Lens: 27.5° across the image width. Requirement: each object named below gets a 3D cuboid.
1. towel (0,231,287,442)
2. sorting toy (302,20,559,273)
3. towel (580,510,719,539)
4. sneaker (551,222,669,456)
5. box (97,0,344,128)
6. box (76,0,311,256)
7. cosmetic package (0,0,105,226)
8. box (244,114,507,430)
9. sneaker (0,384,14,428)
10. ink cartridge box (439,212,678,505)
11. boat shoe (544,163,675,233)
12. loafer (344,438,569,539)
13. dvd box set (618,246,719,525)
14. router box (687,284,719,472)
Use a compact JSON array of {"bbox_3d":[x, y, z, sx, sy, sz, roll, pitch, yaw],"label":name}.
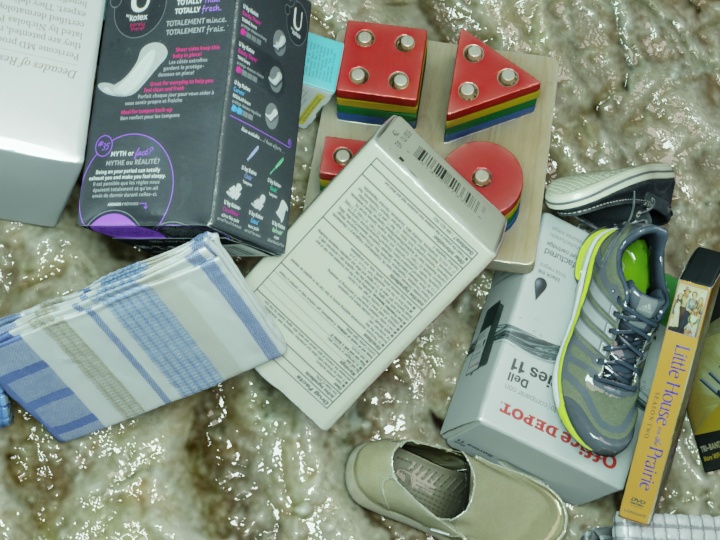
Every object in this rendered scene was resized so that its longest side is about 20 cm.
[{"bbox_3d":[-0.165,0.052,1.066,0.199,0.147,0.024,-22,49,9],"label":"towel"},{"bbox_3d":[0.061,-0.115,1.230,0.197,0.070,0.202,8,66,4],"label":"sorting toy"},{"bbox_3d":[0.280,0.291,1.229,0.198,0.086,0.167,5,74,-20],"label":"towel"},{"bbox_3d":[0.205,0.049,1.178,0.073,0.081,0.202,14,69,-15],"label":"sneaker"},{"bbox_3d":[-0.121,-0.181,1.218,0.198,0.082,0.050,16,68,-16],"label":"box"},{"bbox_3d":[-0.119,-0.118,1.082,0.106,0.121,0.202,23,71,-60],"label":"box"},{"bbox_3d":[-0.286,-0.161,1.104,0.165,0.167,0.202,10,72,-17],"label":"cosmetic package"},{"bbox_3d":[0.000,0.000,1.138,0.128,0.109,0.200,43,109,-4],"label":"box"},{"bbox_3d":[-0.328,0.035,1.079,0.085,0.077,0.201,-23,90,-14],"label":"sneaker"},{"bbox_3d":[0.172,0.076,1.249,0.146,0.083,0.201,25,68,-12],"label":"ink cartridge box"},{"bbox_3d":[0.223,-0.058,1.281,0.199,0.074,0.063,-9,94,-58],"label":"boat shoe"},{"bbox_3d":[0.086,0.187,1.193,0.198,0.068,0.076,17,69,-15],"label":"loafer"},{"bbox_3d":[0.256,0.090,1.202,0.029,0.146,0.202,15,106,15],"label":"dvd box set"},{"bbox_3d":[0.343,0.076,1.248,0.052,0.200,0.159,-9,77,-23],"label":"router box"}]
